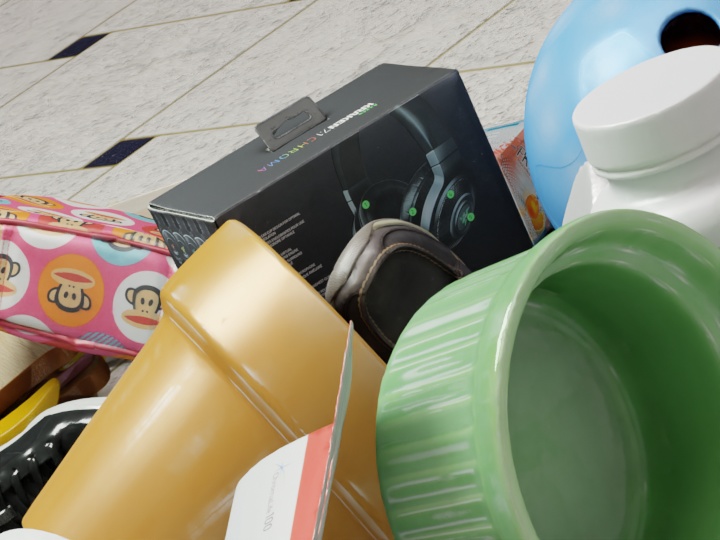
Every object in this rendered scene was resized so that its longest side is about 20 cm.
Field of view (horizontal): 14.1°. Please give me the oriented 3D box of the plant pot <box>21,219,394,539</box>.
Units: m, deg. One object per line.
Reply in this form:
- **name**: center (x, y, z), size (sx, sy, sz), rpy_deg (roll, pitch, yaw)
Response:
- **plant pot**: center (-0.062, 0.110, 1.457), size (0.183, 0.200, 0.200), rpy_deg (-44, 20, -5)

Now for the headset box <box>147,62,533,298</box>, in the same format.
- **headset box**: center (0.000, 0.000, 1.626), size (0.174, 0.201, 0.093), rpy_deg (-33, 20, -21)

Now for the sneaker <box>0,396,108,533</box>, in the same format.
- **sneaker**: center (-0.211, 0.150, 1.710), size (0.199, 0.073, 0.112), rpy_deg (-24, 19, 30)

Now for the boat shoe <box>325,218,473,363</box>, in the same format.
- **boat shoe**: center (0.054, 0.031, 1.523), size (0.073, 0.200, 0.075), rpy_deg (23, 84, 35)

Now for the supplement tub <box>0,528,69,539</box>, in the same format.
- **supplement tub**: center (-0.180, 0.227, 1.294), size (0.145, 0.146, 0.200), rpy_deg (-6, 33, 45)

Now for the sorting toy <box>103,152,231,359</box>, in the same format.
- **sorting toy**: center (-0.138, -0.019, 2.040), size (0.199, 0.107, 0.180), rpy_deg (-18, 12, 22)

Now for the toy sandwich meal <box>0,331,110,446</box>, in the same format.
- **toy sandwich meal**: center (-0.256, 0.100, 1.888), size (0.204, 0.071, 0.205), rpy_deg (-23, 18, 8)

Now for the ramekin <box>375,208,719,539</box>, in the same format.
- **ramekin**: center (0.100, 0.080, 1.293), size (0.097, 0.201, 0.200), rpy_deg (-17, 18, 47)

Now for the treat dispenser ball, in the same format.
- **treat dispenser ball**: center (0.189, -0.079, 1.595), size (0.200, 0.202, 0.201), rpy_deg (-22, 18, 8)

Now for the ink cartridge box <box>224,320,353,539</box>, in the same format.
- **ink cartridge box**: center (-0.044, 0.140, 1.257), size (0.047, 0.201, 0.161), rpy_deg (10, 46, 0)

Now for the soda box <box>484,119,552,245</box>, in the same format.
- **soda box**: center (0.034, -0.041, 1.903), size (0.199, 0.069, 0.064), rpy_deg (-11, 22, 35)

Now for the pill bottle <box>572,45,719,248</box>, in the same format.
- **pill bottle**: center (0.176, -0.001, 1.398), size (0.111, 0.201, 0.111), rpy_deg (-22, 18, 8)

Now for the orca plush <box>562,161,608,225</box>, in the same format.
- **orca plush**: center (0.140, 0.043, 1.475), size (0.105, 0.071, 0.201), rpy_deg (122, 155, -51)

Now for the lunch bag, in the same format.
- **lunch bag**: center (-0.152, 0.002, 1.855), size (0.199, 0.082, 0.176), rpy_deg (14, 9, 9)
